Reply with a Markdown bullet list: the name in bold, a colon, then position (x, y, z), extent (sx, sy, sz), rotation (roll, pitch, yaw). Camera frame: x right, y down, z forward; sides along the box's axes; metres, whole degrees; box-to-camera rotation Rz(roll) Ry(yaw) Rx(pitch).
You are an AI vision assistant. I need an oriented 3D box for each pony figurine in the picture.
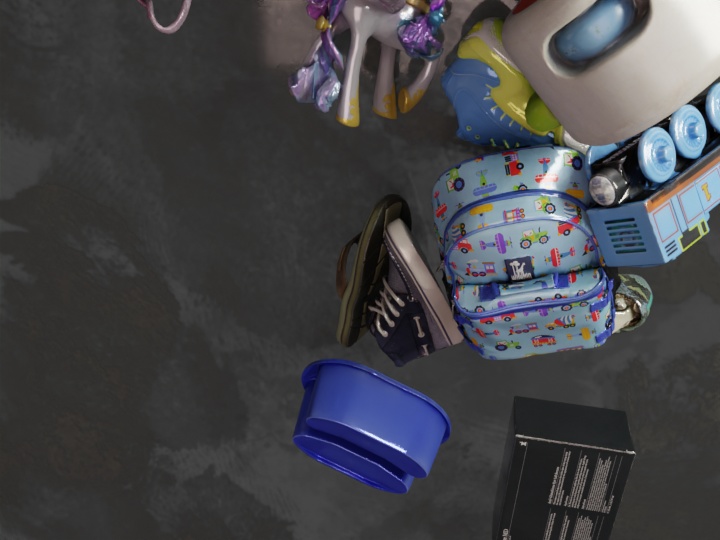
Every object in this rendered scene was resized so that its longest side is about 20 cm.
- **pony figurine**: position (0.005, -0.238, 0.733), extent (0.190, 0.167, 0.203), rotation (5, 123, -31)

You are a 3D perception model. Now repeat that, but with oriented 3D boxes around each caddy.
- **caddy**: position (0.013, 0.180, 0.984), extent (0.197, 0.106, 0.142), rotation (26, 143, -6)

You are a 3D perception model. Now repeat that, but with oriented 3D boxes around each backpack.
- **backpack**: position (0.158, -0.020, 0.786), extent (0.179, 0.137, 0.201), rotation (-7, 145, 15)

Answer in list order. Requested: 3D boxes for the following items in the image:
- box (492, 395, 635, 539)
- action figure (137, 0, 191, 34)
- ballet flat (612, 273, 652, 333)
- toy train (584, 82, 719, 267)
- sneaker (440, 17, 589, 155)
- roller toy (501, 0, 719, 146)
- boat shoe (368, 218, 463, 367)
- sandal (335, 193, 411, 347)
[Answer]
- **box**: position (0.243, 0.265, 1.001), extent (0.138, 0.079, 0.203), rotation (6, 121, 4)
- **action figure**: position (-0.260, -0.330, 0.764), extent (0.196, 0.136, 0.149), rotation (15, 165, 16)
- **ballet flat**: position (0.221, 0.055, 0.891), extent (0.197, 0.075, 0.075), rotation (-21, 114, 21)
- **toy train**: position (0.282, -0.088, 0.731), extent (0.086, 0.198, 0.116), rotation (-2, 116, 58)
- **sneaker**: position (0.158, -0.148, 0.794), extent (0.200, 0.076, 0.105), rotation (46, 133, -12)
- **roller toy**: position (0.210, -0.208, 0.644), extent (0.200, 0.182, 0.140), rotation (-43, 102, -3)
- **boat shoe**: position (0.043, 0.034, 0.870), extent (0.091, 0.075, 0.201), rotation (-27, 135, 5)
- **sandal**: position (-0.001, 0.001, 0.901), extent (0.057, 0.079, 0.203), rotation (40, 131, 25)
